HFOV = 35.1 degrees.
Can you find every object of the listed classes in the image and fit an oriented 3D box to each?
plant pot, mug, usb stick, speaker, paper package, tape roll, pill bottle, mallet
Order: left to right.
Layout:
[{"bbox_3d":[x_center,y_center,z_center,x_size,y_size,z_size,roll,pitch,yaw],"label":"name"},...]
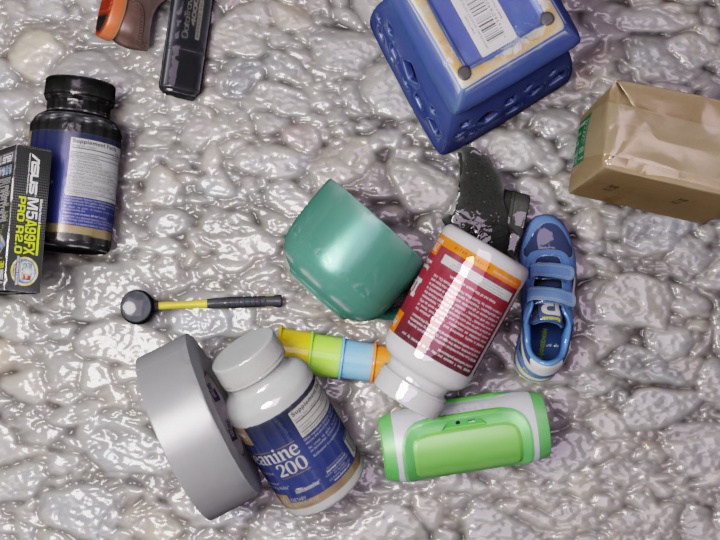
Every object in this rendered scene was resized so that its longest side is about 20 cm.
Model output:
[{"bbox_3d":[-0.345,-0.125,1.363,0.109,0.112,0.204,4,86,1],"label":"pill bottle"},{"bbox_3d":[-0.212,-0.314,1.412,0.054,0.033,0.204,9,86,-22],"label":"usb stick"},{"bbox_3d":[-0.193,0.040,1.372,0.196,0.066,0.042,-3,87,0],"label":"mallet"},{"bbox_3d":[-0.182,0.177,1.294,0.065,0.200,0.203,-25,86,-2],"label":"tape roll"},{"bbox_3d":[-0.086,0.171,1.307,0.110,0.111,0.202,-30,108,-2],"label":"pill bottle"},{"bbox_3d":[-0.004,-0.004,1.330,0.185,0.152,0.115,42,90,3],"label":"mug"},{"bbox_3d":[0.098,0.060,1.294,0.112,0.113,0.202,29,93,3],"label":"pill bottle"},{"bbox_3d":[0.122,0.197,1.347,0.196,0.088,0.090,-8,85,0],"label":"speaker"},{"bbox_3d":[0.136,-0.282,1.337,0.198,0.180,0.202,-29,86,-3],"label":"plant pot"},{"bbox_3d":[0.350,-0.134,1.312,0.187,0.200,0.106,13,86,1],"label":"paper package"}]

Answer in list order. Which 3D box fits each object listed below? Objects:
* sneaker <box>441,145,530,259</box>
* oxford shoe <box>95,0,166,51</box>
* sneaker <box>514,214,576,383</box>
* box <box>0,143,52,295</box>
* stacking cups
[{"bbox_3d":[0.142,-0.042,1.381,0.102,0.060,0.203,16,81,1],"label":"sneaker"},{"bbox_3d":[-0.269,-0.370,1.415,0.072,0.071,0.204,20,79,-29],"label":"oxford shoe"},{"bbox_3d":[0.225,0.032,1.361,0.072,0.082,0.204,2,84,2],"label":"sneaker"},{"bbox_3d":[-0.420,-0.054,1.323,0.044,0.198,0.164,6,84,-36],"label":"box"},{"bbox_3d":[-0.004,0.104,1.371,0.196,0.061,0.062,5,86,-1],"label":"stacking cups"}]
